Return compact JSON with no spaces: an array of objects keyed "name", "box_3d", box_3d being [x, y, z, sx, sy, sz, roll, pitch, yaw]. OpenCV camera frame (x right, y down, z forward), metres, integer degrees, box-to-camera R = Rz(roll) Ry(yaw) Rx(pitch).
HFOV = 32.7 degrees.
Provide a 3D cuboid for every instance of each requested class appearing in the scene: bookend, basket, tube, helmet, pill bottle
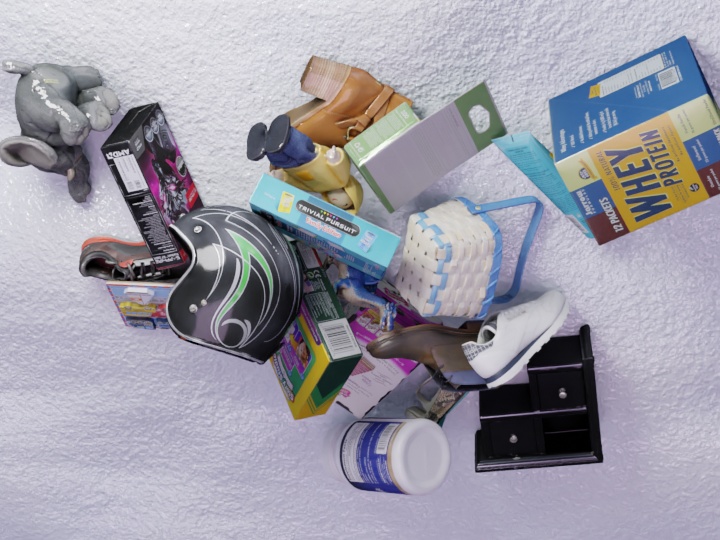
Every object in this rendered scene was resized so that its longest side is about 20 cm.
[{"name":"bookend","box_3d":[0.263,0.197,1.879,0.198,0.092,0.200,-5,120,9]},{"name":"basket","box_3d":[0.158,-0.022,1.739,0.200,0.139,0.177,-3,123,-26]},{"name":"tube","box_3d":[0.269,-0.122,1.695,0.200,0.050,0.077,40,150,-25]},{"name":"helmet","box_3d":[-0.173,0.012,1.639,0.200,0.200,0.191,19,83,-7]},{"name":"pill bottle","box_3d":[0.035,0.284,1.896,0.200,0.116,0.116,-6,129,51]}]

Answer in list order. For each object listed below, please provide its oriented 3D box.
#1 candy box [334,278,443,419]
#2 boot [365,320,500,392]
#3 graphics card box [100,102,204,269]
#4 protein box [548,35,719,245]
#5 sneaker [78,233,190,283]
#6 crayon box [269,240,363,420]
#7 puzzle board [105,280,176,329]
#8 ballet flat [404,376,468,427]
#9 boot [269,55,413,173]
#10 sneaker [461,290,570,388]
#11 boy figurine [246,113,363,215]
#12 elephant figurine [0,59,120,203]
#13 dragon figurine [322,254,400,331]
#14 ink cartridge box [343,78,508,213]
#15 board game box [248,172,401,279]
[{"name":"candy box","box_3d":[0.012,0.118,1.870,0.136,0.061,0.200,36,117,-18]},{"name":"boot","box_3d":[0.111,0.130,1.768,0.200,0.097,0.075,-6,159,-13]},{"name":"graphics card box","box_3d":[-0.283,-0.118,1.713,0.051,0.126,0.200,-11,119,20]},{"name":"protein box","box_3d":[0.363,-0.170,1.582,0.200,0.199,0.135,-25,116,19]},{"name":"sneaker","box_3d":[-0.320,-0.005,1.811,0.200,0.082,0.077,-1,121,6]},{"name":"crayon box","box_3d":[-0.083,0.085,1.757,0.058,0.200,0.173,-10,151,-28]},{"name":"puzzle board","box_3d":[-0.269,0.058,1.839,0.200,0.017,0.151,2,154,3]},{"name":"ballet flat","box_3d":[0.115,0.215,1.927,0.075,0.068,0.200,34,116,9]},{"name":"boot","box_3d":[-0.031,-0.187,1.689,0.155,0.077,0.200,21,115,-14]},{"name":"sneaker","box_3d":[0.227,0.081,1.766,0.081,0.200,0.076,49,144,-2]},{"name":"boy figurine","box_3d":[-0.068,-0.132,1.639,0.124,0.065,0.200,-13,147,32]},{"name":"elephant figurine","box_3d":[-0.430,-0.186,1.693,0.155,0.141,0.200,54,132,6]},{"name":"dragon figurine","box_3d":[0.000,0.000,1.764,0.099,0.200,0.059,-3,152,-15]},{"name":"ink cartridge box","box_3d":[0.090,-0.176,1.654,0.200,0.048,0.146,-36,149,2]},{"name":"board game box","box_3d":[-0.048,-0.057,1.658,0.200,0.151,0.047,26,83,0]}]
